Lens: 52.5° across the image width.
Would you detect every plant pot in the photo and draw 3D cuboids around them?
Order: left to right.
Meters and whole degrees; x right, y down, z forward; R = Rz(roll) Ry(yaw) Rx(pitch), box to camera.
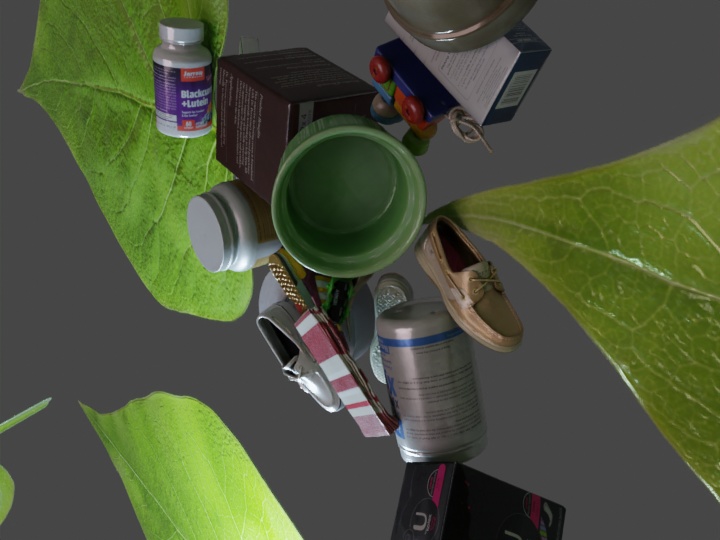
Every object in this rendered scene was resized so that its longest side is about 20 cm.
[{"bbox_3d":[0.073,-0.342,0.723,0.197,0.172,0.205,-3,85,35],"label":"plant pot"}]

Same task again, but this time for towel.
[{"bbox_3d":[-0.024,0.145,1.032,0.202,0.023,0.144,57,161,3],"label":"towel"}]

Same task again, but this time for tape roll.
[{"bbox_3d":[-0.073,0.071,1.204,0.197,0.066,0.205,13,114,30],"label":"tape roll"}]

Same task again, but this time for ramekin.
[{"bbox_3d":[-0.019,-0.102,0.948,0.098,0.195,0.204,-106,17,-61],"label":"ramekin"}]

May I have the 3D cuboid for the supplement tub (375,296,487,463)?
[{"bbox_3d":[0.098,0.148,0.999,0.131,0.130,0.204,2,105,53],"label":"supplement tub"}]

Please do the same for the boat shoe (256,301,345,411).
[{"bbox_3d":[-0.096,0.144,1.163,0.071,0.065,0.202,-31,89,36],"label":"boat shoe"}]

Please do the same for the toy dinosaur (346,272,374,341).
[{"bbox_3d":[0.000,0.000,1.083,0.057,0.102,0.202,22,126,-3],"label":"toy dinosaur"}]

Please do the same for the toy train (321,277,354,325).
[{"bbox_3d":[-0.022,-0.016,1.050,0.056,0.041,0.204,134,150,-68],"label":"toy train"}]

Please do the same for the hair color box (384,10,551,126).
[{"bbox_3d":[0.119,-0.273,0.846,0.201,0.060,0.101,54,139,24],"label":"hair color box"}]

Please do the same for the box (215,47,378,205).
[{"bbox_3d":[-0.098,-0.213,1.080,0.199,0.162,0.169,39,132,37],"label":"box"}]

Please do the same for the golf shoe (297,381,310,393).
[{"bbox_3d":[-0.105,0.119,1.328,0.091,0.075,0.202,-43,75,41],"label":"golf shoe"}]

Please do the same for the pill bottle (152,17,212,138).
[{"bbox_3d":[-0.336,-0.366,1.387,0.111,0.110,0.204,36,132,40],"label":"pill bottle"}]

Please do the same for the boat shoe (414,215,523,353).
[{"bbox_3d":[0.140,0.013,0.931,0.201,0.073,0.070,52,144,26],"label":"boat shoe"}]

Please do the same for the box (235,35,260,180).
[{"bbox_3d":[-0.193,-0.275,1.244,0.145,0.036,0.203,-107,24,-53],"label":"box"}]

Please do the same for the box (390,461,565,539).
[{"bbox_3d":[0.150,0.330,0.927,0.105,0.198,0.125,-20,49,55],"label":"box"}]

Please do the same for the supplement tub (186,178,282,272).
[{"bbox_3d":[-0.170,-0.083,1.205,0.144,0.197,0.148,26,124,45],"label":"supplement tub"}]

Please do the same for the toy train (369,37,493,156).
[{"bbox_3d":[0.084,-0.186,0.927,0.201,0.084,0.116,54,155,17],"label":"toy train"}]

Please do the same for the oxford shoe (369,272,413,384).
[{"bbox_3d":[0.051,0.088,1.107,0.073,0.058,0.203,2,123,7],"label":"oxford shoe"}]

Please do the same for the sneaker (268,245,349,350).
[{"bbox_3d":[-0.053,0.039,1.091,0.075,0.090,0.202,8,131,61],"label":"sneaker"}]
